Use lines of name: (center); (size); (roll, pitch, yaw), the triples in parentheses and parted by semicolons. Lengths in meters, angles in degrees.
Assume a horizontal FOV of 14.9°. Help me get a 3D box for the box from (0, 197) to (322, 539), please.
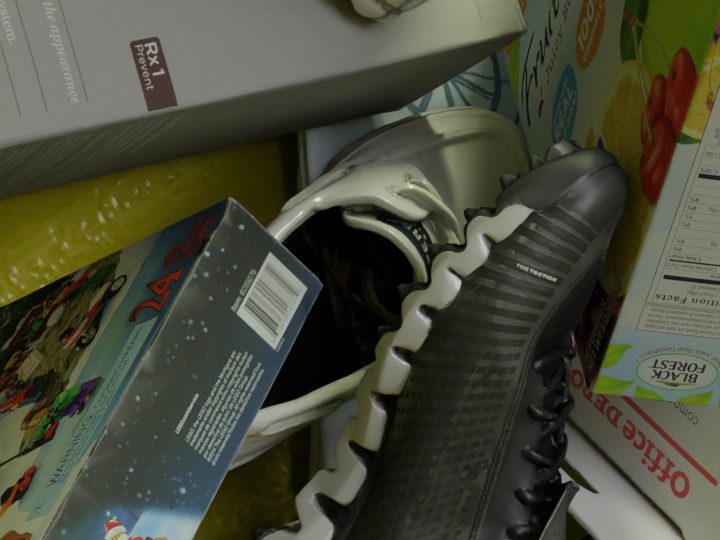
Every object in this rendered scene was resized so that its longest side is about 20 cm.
box: (-0.100, 0.082, 0.712); (0.038, 0.136, 0.201); (43, 51, -21)

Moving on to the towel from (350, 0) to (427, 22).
towel: (0.010, -0.179, 0.746); (0.200, 0.165, 0.086); (40, 47, -28)

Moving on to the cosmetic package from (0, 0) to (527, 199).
cosmetic package: (-0.059, -0.091, 0.835); (0.199, 0.090, 0.108); (-17, 85, -33)

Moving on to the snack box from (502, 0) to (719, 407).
snack box: (0.093, -0.076, 0.849); (0.053, 0.143, 0.201); (6, 38, -12)

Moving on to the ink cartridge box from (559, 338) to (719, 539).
ink cartridge box: (0.136, 0.042, 0.908); (0.199, 0.068, 0.116); (6, 25, -38)

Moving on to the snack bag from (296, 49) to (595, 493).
snack bag: (0.052, -0.009, 0.954); (0.188, 0.021, 0.202); (9, 70, -37)

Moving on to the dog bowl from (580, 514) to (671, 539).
dog bowl: (0.090, 0.184, 0.878); (0.199, 0.074, 0.202); (15, 65, -35)

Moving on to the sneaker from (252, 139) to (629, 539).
sneaker: (0.034, 0.060, 0.797); (0.090, 0.201, 0.066); (36, 14, 14)

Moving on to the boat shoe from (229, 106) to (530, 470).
boat shoe: (0.000, 0.000, 0.852); (0.200, 0.066, 0.072); (-30, 94, -40)
